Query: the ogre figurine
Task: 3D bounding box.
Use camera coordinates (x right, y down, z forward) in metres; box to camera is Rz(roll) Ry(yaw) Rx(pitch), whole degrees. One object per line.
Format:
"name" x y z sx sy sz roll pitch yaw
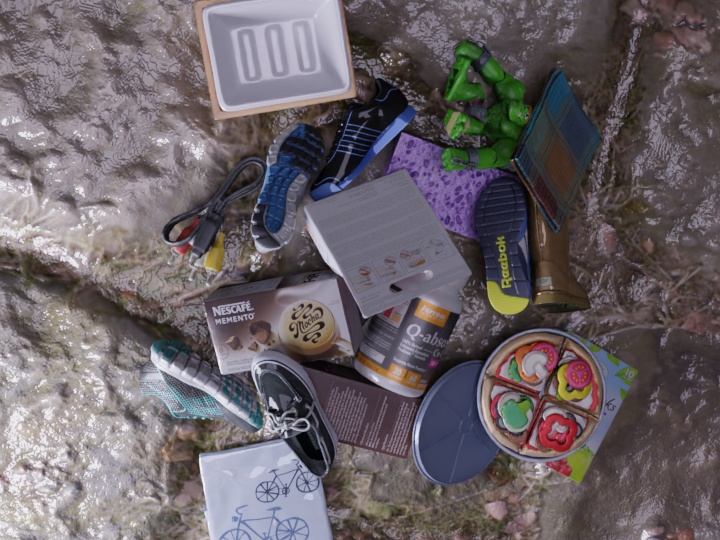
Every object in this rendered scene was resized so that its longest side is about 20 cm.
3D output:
"ogre figurine" 0.180 -0.226 1.271 0.119 0.201 0.098 15 141 -22

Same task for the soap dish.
"soap dish" -0.115 -0.301 1.214 0.199 0.081 0.158 -11 101 -7

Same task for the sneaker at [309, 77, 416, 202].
"sneaker" -0.013 -0.184 1.263 0.078 0.070 0.200 45 84 -10

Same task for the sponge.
"sponge" 0.130 -0.119 1.314 0.199 0.030 0.112 19 97 -12

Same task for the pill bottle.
"pill bottle" 0.078 0.073 1.295 0.116 0.116 0.201 23 96 -13

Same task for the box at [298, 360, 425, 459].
"box" -0.014 0.203 1.325 0.199 0.075 0.101 17 97 -14

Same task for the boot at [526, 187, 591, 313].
"boot" 0.297 -0.042 1.326 0.066 0.175 0.201 -6 79 24

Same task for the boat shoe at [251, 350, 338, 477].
"boat shoe" -0.094 0.203 1.228 0.073 0.068 0.200 -16 116 14

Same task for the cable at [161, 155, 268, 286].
"cable" -0.209 -0.083 1.269 0.097 0.050 0.201 29 82 2

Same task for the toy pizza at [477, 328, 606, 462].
"toy pizza" 0.274 0.187 1.324 0.199 0.032 0.201 0 91 -6

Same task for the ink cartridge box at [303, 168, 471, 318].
"ink cartridge box" 0.035 -0.032 1.197 0.162 0.050 0.200 -21 61 -13

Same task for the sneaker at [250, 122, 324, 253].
"sneaker" -0.112 -0.115 1.256 0.075 0.087 0.201 23 72 -7

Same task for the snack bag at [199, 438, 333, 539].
"snack bag" -0.147 0.350 1.354 0.188 0.021 0.201 -10 102 -8

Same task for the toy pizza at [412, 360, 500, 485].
"toy pizza" 0.152 0.231 1.355 0.200 0.032 0.201 -11 109 -34

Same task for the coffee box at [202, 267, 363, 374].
"coffee box" -0.108 0.069 1.249 0.199 0.080 0.114 -9 103 13

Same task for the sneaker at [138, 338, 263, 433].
"sneaker" -0.234 0.184 1.294 0.200 0.078 0.091 36 108 -10

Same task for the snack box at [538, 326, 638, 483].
"snack box" 0.323 0.209 1.385 0.142 0.053 0.201 29 87 -15

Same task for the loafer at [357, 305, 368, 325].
"loafer" 0.000 0.000 1.306 0.072 0.063 0.201 17 101 -36

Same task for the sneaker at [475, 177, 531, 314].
"sneaker" 0.212 -0.035 1.299 0.074 0.082 0.201 -3 85 18

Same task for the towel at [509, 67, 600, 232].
"towel" 0.282 -0.173 1.264 0.147 0.022 0.200 50 52 -29
